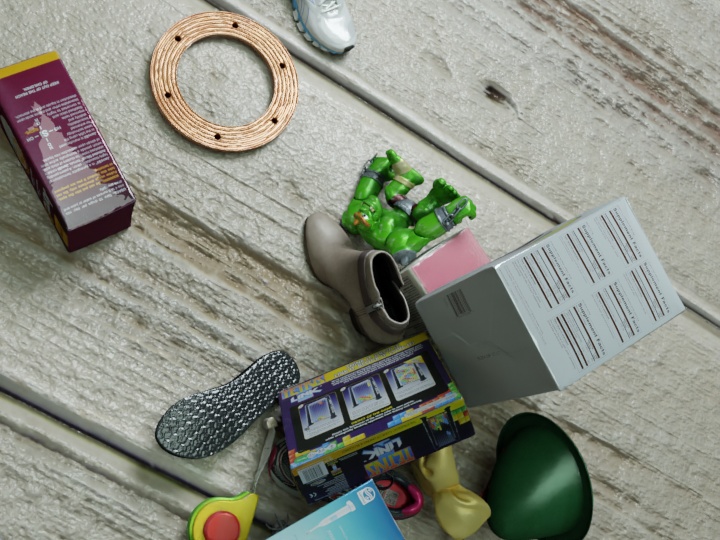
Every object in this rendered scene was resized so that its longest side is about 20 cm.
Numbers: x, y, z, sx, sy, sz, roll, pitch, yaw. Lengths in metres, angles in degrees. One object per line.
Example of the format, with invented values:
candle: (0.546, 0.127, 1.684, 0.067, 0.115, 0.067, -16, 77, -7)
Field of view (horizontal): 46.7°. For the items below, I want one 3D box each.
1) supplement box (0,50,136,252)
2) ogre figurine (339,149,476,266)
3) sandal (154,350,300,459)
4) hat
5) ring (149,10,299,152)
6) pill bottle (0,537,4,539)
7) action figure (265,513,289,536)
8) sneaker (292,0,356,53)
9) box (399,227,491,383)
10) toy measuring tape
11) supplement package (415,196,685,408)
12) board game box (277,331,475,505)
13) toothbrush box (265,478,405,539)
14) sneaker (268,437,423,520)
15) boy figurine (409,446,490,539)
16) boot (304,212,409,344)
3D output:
supplement box: (-0.349, -0.135, 0.977, 0.086, 0.110, 0.200, -28, 87, -23)
ogre figurine: (0.051, -0.077, 1.086, 0.200, 0.098, 0.120, 36, 84, 26)
sandal: (-0.159, 0.168, 1.012, 0.200, 0.048, 0.075, -28, 86, -36)
hat: (0.163, 0.291, 1.016, 0.176, 0.166, 0.200, -11, 99, -32)
ring: (-0.180, -0.251, 1.115, 0.200, 0.019, 0.201, 5, 75, -20)
pill bottle: (-0.435, 0.352, 0.829, 0.111, 0.111, 0.200, 36, 69, -8)
action figure: (-0.065, 0.381, 0.978, 0.130, 0.069, 0.200, -17, 80, -16)
sneaker: (-0.062, -0.397, 1.157, 0.075, 0.087, 0.200, -30, 90, -25)
box: (0.131, 0.065, 1.090, 0.109, 0.128, 0.200, -35, 91, -24)
toy measuring tape: (-0.156, 0.262, 0.974, 0.073, 0.074, 0.200, 20, 71, -14)
supplement package: (0.209, 0.040, 0.951, 0.200, 0.191, 0.147, -26, 87, -26)
board game box: (0.011, 0.163, 0.957, 0.200, 0.165, 0.057, -22, 113, -1)
toothbrush box: (-0.068, 0.317, 0.888, 0.200, 0.146, 0.085, -22, 74, -26)
sneaker: (-0.015, 0.251, 1.022, 0.200, 0.075, 0.081, 19, 72, -14)
boy figurine: (0.092, 0.228, 1.025, 0.064, 0.124, 0.200, -19, 60, -19)
boot: (0.000, 0.000, 1.049, 0.070, 0.146, 0.200, -27, 87, -21)
